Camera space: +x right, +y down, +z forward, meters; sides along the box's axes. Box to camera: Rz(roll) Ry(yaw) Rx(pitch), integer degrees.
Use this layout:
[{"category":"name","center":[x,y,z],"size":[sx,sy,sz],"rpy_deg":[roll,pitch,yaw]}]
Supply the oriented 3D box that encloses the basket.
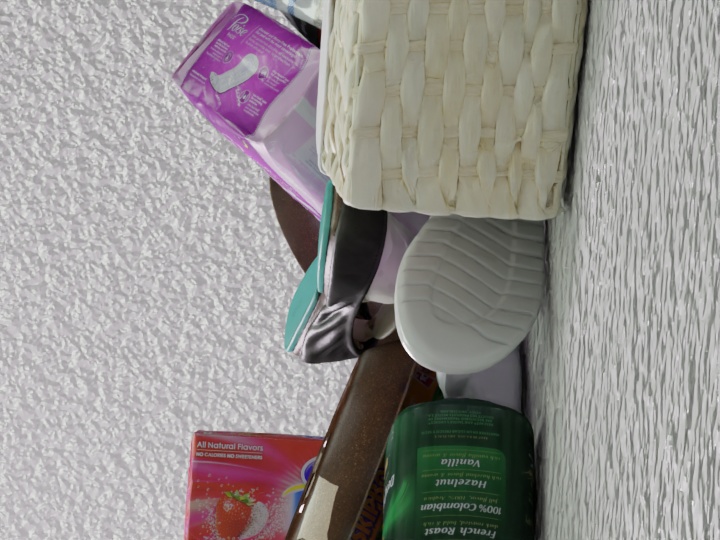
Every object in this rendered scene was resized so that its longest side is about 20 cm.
[{"category":"basket","center":[0.050,-0.133,1.452],"size":[0.123,0.135,0.201],"rpy_deg":[-101,15,-73]}]

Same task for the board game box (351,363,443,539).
[{"category":"board game box","center":[0.038,0.098,1.711],"size":[0.201,0.030,0.096],"rpy_deg":[-66,-13,12]}]

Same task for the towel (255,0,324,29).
[{"category":"towel","center":[-0.022,-0.220,1.591],"size":[0.024,0.200,0.148],"rpy_deg":[4,-70,-57]}]

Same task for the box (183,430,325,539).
[{"category":"box","center":[-0.019,0.163,1.835],"size":[0.095,0.199,0.100],"rpy_deg":[110,164,-87]}]

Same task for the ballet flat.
[{"category":"ballet flat","center":[0.000,0.000,1.597],"size":[0.200,0.068,0.068],"rpy_deg":[110,168,-66]}]

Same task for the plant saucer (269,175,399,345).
[{"category":"plant saucer","center":[0.020,-0.016,1.842],"size":[0.032,0.200,0.201],"rpy_deg":[-40,28,27]}]

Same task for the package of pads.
[{"category":"package of pads","center":[-0.014,-0.070,1.657],"size":[0.076,0.200,0.120],"rpy_deg":[-50,41,-4]}]

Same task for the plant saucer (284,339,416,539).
[{"category":"plant saucer","center":[-0.014,0.127,1.618],"size":[0.200,0.034,0.201],"rpy_deg":[-157,90,-89]}]

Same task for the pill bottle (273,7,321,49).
[{"category":"pill bottle","center":[0.010,-0.179,1.649],"size":[0.200,0.114,0.114],"rpy_deg":[45,150,28]}]

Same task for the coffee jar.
[{"category":"coffee jar","center":[0.053,0.177,1.467],"size":[0.105,0.085,0.201],"rpy_deg":[96,177,-54]}]

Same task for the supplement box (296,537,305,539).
[{"category":"supplement box","center":[-0.028,0.294,1.493],"size":[0.200,0.132,0.198],"rpy_deg":[41,-143,-37]}]

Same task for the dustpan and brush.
[{"category":"dustpan and brush","center":[0.066,0.081,1.588],"size":[0.200,0.057,0.140],"rpy_deg":[101,173,-70]}]

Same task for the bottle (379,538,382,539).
[{"category":"bottle","center":[0.043,0.202,1.674],"size":[0.200,0.083,0.066],"rpy_deg":[65,-137,-81]}]

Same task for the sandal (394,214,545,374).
[{"category":"sandal","center":[0.066,-0.006,1.532],"size":[0.203,0.082,0.050],"rpy_deg":[-71,2,-45]}]
